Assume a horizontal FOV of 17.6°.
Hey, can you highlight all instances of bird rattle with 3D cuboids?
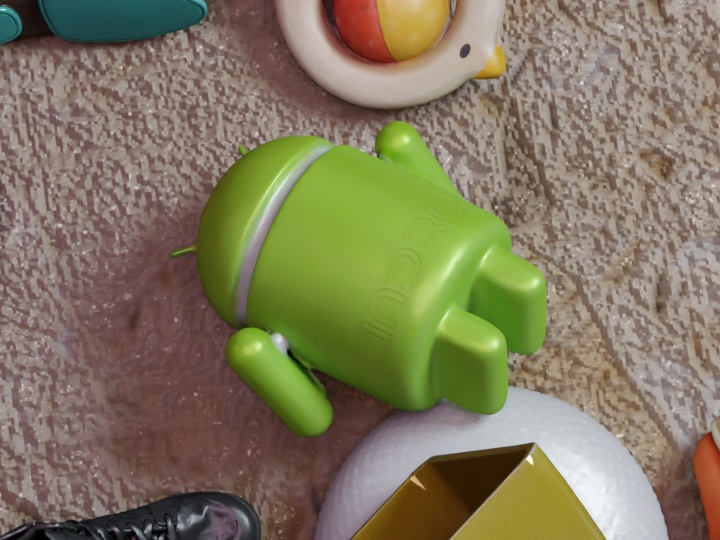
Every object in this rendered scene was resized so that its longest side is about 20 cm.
[{"bbox_3d":[0.006,-0.169,1.291,0.200,0.113,0.163,-10,98,2],"label":"bird rattle"}]

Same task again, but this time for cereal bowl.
[{"bbox_3d":[0.071,0.159,1.246,0.200,0.083,0.200,0,82,0],"label":"cereal bowl"}]

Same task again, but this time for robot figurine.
[{"bbox_3d":[0.000,0.000,1.243,0.200,0.116,0.176,25,64,19],"label":"robot figurine"}]

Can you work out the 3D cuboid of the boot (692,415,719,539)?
[{"bbox_3d":[0.197,0.177,1.244,0.107,0.075,0.200,-27,60,25],"label":"boot"}]

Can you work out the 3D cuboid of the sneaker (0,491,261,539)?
[{"bbox_3d":[-0.149,0.160,1.232,0.200,0.104,0.060,-14,81,-5],"label":"sneaker"}]

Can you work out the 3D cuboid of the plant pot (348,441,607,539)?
[{"bbox_3d":[0.051,0.216,1.096,0.176,0.200,0.200,45,76,-4],"label":"plant pot"}]

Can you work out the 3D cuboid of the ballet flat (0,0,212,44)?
[{"bbox_3d":[-0.185,-0.162,1.314,0.200,0.068,0.072,-11,62,3],"label":"ballet flat"}]
